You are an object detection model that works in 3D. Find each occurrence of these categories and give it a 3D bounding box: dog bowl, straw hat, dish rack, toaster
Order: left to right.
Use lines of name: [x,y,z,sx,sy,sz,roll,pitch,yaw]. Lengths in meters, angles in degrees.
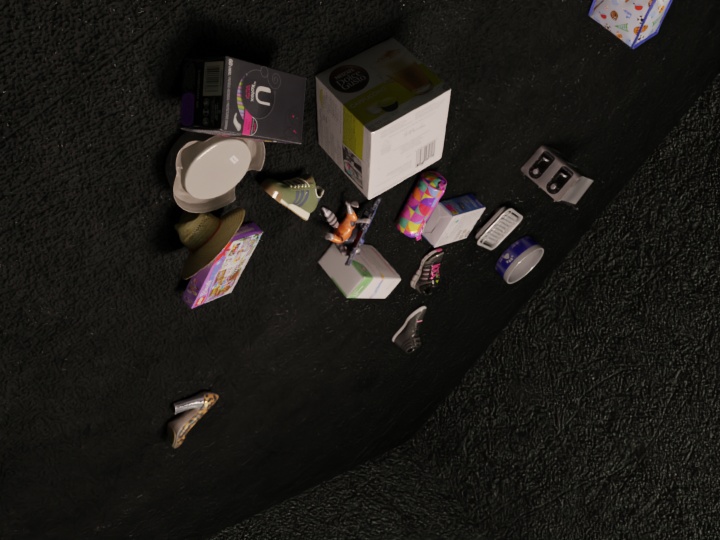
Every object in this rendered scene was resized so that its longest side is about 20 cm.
straw hat: [-0.328,-0.083,1.493,0.201,0.201,0.085,-45,114,9]
dog bowl: [-0.280,-0.204,1.405,0.200,0.059,0.200,-33,155,-18]
dish rack: [0.486,-0.156,2.625,0.172,0.044,0.200,-48,155,14]
dog bowl: [0.645,-0.044,3.002,0.200,0.079,0.200,-33,155,-17]
toaster: [0.659,-0.309,2.454,0.119,0.181,0.200,-53,153,22]

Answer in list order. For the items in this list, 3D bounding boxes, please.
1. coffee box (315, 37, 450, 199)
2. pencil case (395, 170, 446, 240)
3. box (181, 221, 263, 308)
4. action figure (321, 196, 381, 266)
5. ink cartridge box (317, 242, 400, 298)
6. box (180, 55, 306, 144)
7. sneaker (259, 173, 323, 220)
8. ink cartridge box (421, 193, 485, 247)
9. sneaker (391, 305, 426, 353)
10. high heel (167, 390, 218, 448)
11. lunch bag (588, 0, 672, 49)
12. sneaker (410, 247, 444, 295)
coffee box: [0.041,-0.314,1.521,0.199,0.198,0.200,-31,152,-19]
pencil case: [0.172,-0.183,2.073,0.088,0.088,0.200,-20,148,-38]
box: [-0.313,-0.013,1.672,0.137,0.039,0.200,-26,154,-54]
action figure: [-0.030,-0.126,1.901,0.201,0.104,0.194,-63,166,-11]
ink cartridge box: [0.000,0.000,2.048,0.088,0.145,0.200,-51,154,22]
box: [-0.198,-0.289,1.272,0.200,0.106,0.123,-4,101,-54]
sneaker: [-0.145,-0.183,1.640,0.090,0.067,0.200,-51,155,3]
ink cartridge box: [0.298,-0.159,2.304,0.199,0.076,0.137,-15,146,-41]
sneaker: [0.209,0.229,2.795,0.071,0.099,0.200,0,133,-53]
high heel: [-0.485,0.438,2.154,0.142,0.071,0.201,-14,135,-35]
lunch bag: [0.695,-0.701,1.866,0.124,0.170,0.200,-36,155,-18]
sneaker: [0.241,0.010,2.487,0.074,0.088,0.200,-17,146,-41]
